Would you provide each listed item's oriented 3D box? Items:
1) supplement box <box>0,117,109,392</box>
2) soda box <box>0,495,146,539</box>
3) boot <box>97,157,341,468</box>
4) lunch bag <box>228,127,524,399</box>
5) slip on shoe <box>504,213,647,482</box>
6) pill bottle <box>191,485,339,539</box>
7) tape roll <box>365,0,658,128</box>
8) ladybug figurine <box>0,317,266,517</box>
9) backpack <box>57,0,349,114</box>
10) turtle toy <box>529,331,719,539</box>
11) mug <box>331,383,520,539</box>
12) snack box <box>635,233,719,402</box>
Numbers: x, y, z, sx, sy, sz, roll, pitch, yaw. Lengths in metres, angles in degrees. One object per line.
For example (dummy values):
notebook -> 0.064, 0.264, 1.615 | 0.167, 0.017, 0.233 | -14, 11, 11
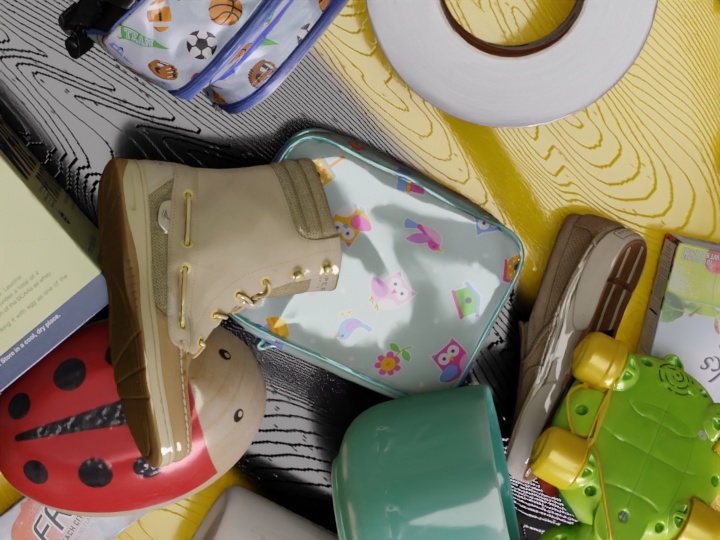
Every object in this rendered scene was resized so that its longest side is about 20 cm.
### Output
supplement box -> -0.300, -0.009, 1.311 | 0.200, 0.134, 0.200 | -40, 101, 2
soda box -> -0.180, 0.153, 1.380 | 0.200, 0.068, 0.064 | -39, 92, 2
boot -> -0.085, 0.023, 1.259 | 0.155, 0.073, 0.200 | -3, 77, -25
lunch bag -> 0.000, 0.000, 1.369 | 0.200, 0.077, 0.161 | 26, 98, -8
slip on shoe -> 0.142, 0.055, 1.403 | 0.061, 0.076, 0.200 | 28, 108, 31
pill bottle -> -0.030, 0.247, 1.388 | 0.200, 0.114, 0.114 | 28, 96, -9
tape roll -> 0.104, -0.202, 1.335 | 0.200, 0.066, 0.201 | 1, 104, 4
ladybug figurine -> -0.164, 0.099, 1.309 | 0.200, 0.072, 0.136 | -18, 86, 4
backpack -> -0.094, -0.191, 1.272 | 0.154, 0.191, 0.200 | 33, 94, -10
turtle toy -> 0.178, 0.146, 1.337 | 0.146, 0.101, 0.200 | 29, 71, -5
mug -> 0.047, 0.169, 1.332 | 0.114, 0.185, 0.152 | -11, 56, 6
snack box -> 0.306, 0.063, 1.418 | 0.200, 0.053, 0.142 | 11, 100, -6
